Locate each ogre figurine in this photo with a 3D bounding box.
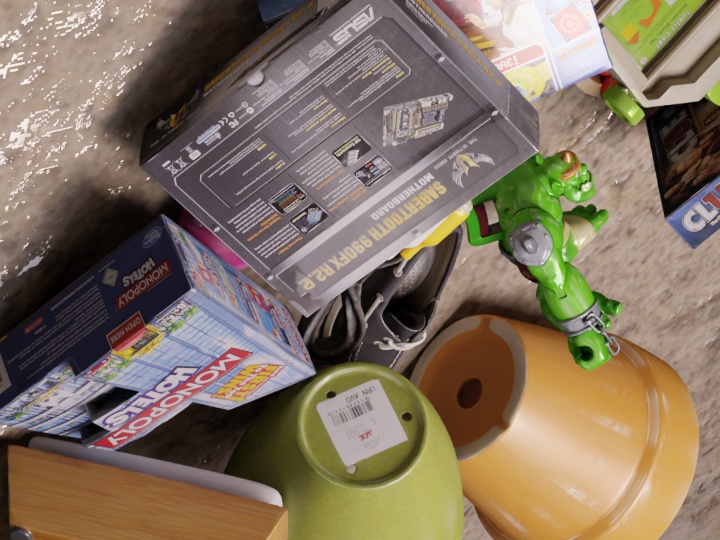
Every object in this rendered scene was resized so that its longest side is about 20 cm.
[{"bbox_3d":[0.131,-0.029,1.722,0.098,0.201,0.120,-12,137,26],"label":"ogre figurine"}]

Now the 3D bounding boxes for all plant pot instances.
[{"bbox_3d":[0.139,0.125,1.916,0.183,0.200,0.200,30,105,-41],"label":"plant pot"},{"bbox_3d":[-0.008,0.143,1.708,0.187,0.187,0.200,-33,163,-16],"label":"plant pot"}]

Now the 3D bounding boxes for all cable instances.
[{"bbox_3d":[0.000,0.000,1.601,0.097,0.050,0.200,3,132,-36],"label":"cable"}]

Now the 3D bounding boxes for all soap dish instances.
[{"bbox_3d":[-0.152,0.202,1.662,0.158,0.199,0.081,95,10,-49],"label":"soap dish"}]

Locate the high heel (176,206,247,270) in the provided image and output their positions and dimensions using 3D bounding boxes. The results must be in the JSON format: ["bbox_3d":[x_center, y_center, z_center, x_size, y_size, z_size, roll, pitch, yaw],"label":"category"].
[{"bbox_3d":[-0.033,-0.040,1.613,0.199,0.067,0.096,-11,133,-37],"label":"high heel"}]

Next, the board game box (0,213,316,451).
[{"bbox_3d":[-0.132,0.059,1.584,0.200,0.062,0.200,-36,152,23],"label":"board game box"}]

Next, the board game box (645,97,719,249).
[{"bbox_3d":[0.279,-0.108,1.772,0.135,0.200,0.035,-41,107,18],"label":"board game box"}]

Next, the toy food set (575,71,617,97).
[{"bbox_3d":[0.230,-0.204,1.735,0.198,0.049,0.200,-33,147,-15],"label":"toy food set"}]

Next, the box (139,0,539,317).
[{"bbox_3d":[-0.013,-0.082,1.481,0.200,0.048,0.158,-36,118,24],"label":"box"}]

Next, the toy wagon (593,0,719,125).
[{"bbox_3d":[0.222,-0.174,1.651,0.155,0.040,0.200,-46,128,-1],"label":"toy wagon"}]

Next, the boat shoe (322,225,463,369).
[{"bbox_3d":[0.028,0.023,1.769,0.074,0.060,0.200,-14,138,-38],"label":"boat shoe"}]

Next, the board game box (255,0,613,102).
[{"bbox_3d":[0.049,-0.151,1.513,0.199,0.035,0.136,-22,127,0],"label":"board game box"}]
